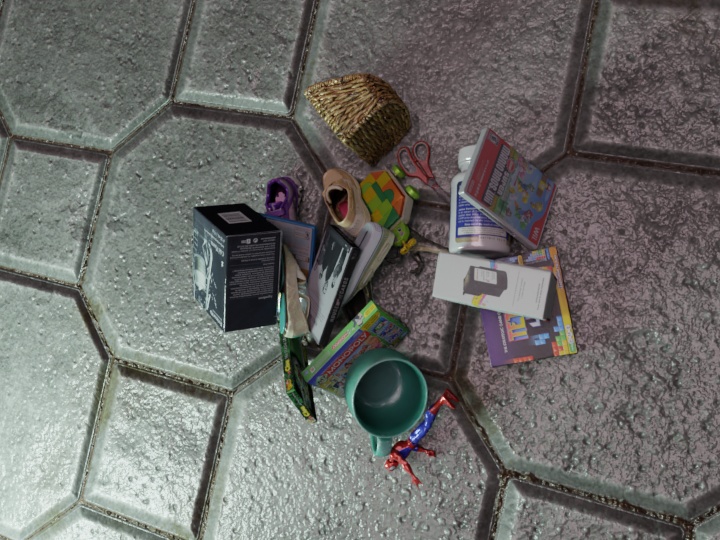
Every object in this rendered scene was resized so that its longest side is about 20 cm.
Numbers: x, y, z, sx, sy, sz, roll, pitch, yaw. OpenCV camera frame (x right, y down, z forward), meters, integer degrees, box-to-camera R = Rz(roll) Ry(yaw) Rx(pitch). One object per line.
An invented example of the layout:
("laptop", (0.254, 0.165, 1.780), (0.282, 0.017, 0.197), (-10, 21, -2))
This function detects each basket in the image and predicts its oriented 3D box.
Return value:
("basket", (0.002, -0.327, 1.410), (0.142, 0.200, 0.150), (-42, 72, 10))

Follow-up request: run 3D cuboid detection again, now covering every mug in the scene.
("mug", (0.034, 0.242, 1.356), (0.151, 0.114, 0.186), (36, 90, -17))

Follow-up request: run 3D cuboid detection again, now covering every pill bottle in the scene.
("pill bottle", (0.231, -0.131, 1.350), (0.117, 0.120, 0.204), (0, 82, 18))

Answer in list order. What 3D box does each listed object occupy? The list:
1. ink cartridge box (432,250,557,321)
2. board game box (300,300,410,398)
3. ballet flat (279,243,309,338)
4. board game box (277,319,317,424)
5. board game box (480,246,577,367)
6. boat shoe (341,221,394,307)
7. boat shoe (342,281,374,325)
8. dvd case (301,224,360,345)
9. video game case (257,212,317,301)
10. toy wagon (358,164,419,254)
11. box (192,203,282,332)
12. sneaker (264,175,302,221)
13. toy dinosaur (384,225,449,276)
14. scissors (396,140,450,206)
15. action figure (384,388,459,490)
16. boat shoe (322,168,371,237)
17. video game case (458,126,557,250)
("ink cartridge box", (0.242, 0.029, 1.256), (0.197, 0.145, 0.084), (11, 88, 21))
("board game box", (-0.008, 0.160, 1.386), (0.200, 0.134, 0.029), (-46, 52, 8))
("ballet flat", (-0.135, 0.042, 1.416), (0.061, 0.068, 0.203), (3, 64, -19))
("board game box", (-0.125, 0.194, 1.384), (0.023, 0.105, 0.201), (-25, 37, 7))
("board game box", (0.311, 0.071, 1.332), (0.162, 0.057, 0.204), (-12, 79, 15))
("boat shoe", (0.000, 0.000, 1.371), (0.202, 0.061, 0.072), (-58, 31, 24))
("boat shoe", (-0.013, 0.044, 1.441), (0.071, 0.060, 0.205), (-21, 77, 15))
("dvd case", (-0.066, 0.025, 1.385), (0.150, 0.024, 0.203), (45, 118, 61))
("video game case", (-0.164, -0.010, 1.480), (0.141, 0.018, 0.204), (13, 111, 19))
("toy wagon", (0.050, -0.116, 1.418), (0.155, 0.039, 0.201), (-45, 48, 17))
("box", (-0.254, -0.011, 1.422), (0.199, 0.122, 0.200), (33, 125, 52))
("sneaker", (-0.167, -0.110, 1.499), (0.079, 0.088, 0.204), (-7, 82, 16))
("toy dinosaur", (0.102, -0.044, 1.424), (0.197, 0.047, 0.089), (25, 85, 16))
("scissors", (0.142, -0.177, 1.445), (0.072, 0.014, 0.202), (-28, 76, 11))
("action figure", (0.129, 0.334, 1.349), (0.099, 0.065, 0.200), (46, 109, 10))
("boat shoe", (-0.040, -0.152, 1.435), (0.074, 0.069, 0.201), (-48, 43, 19))
("video game case", (0.277, -0.150, 1.300), (0.017, 0.199, 0.145), (-10, 52, 58))
